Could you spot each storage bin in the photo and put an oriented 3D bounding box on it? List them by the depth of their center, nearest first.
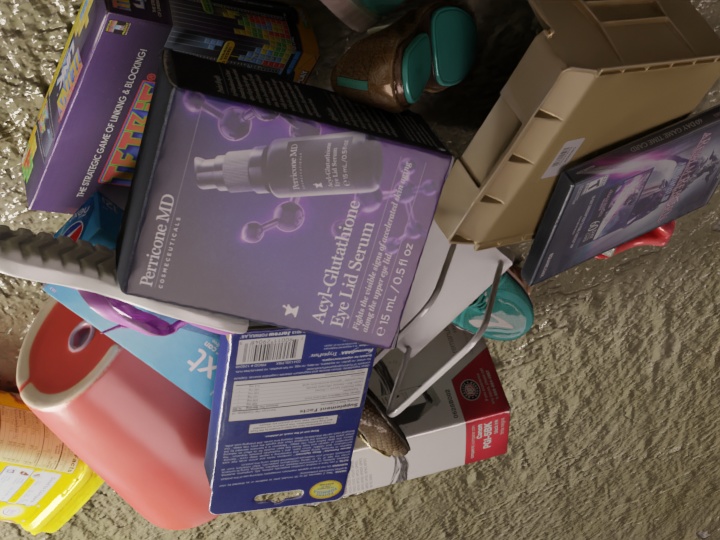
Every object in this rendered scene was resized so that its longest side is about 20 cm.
[{"bbox_3d":[0.161,-0.123,1.068,0.197,0.094,0.201,-12,148,-38],"label":"storage bin"}]

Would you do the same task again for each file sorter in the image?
[{"bbox_3d":[0.000,0.000,1.101,0.199,0.125,0.139,38,124,-11],"label":"file sorter"}]

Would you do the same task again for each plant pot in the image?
[{"bbox_3d":[-0.185,0.096,1.179,0.199,0.202,0.177,-32,132,19],"label":"plant pot"}]

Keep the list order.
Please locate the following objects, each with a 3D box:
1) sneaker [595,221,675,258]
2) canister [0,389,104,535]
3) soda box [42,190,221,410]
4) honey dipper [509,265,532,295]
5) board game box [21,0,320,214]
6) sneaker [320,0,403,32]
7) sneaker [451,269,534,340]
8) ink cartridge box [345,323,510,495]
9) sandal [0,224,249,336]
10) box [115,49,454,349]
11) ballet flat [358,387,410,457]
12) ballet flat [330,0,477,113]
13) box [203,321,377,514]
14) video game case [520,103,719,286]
[{"bbox_3d":[0.196,-0.050,1.228,0.197,0.087,0.074,-7,142,-15],"label":"sneaker"},{"bbox_3d":[-0.354,0.172,1.281,0.198,0.087,0.148,18,131,-38],"label":"canister"},{"bbox_3d":[-0.148,0.032,1.052,0.068,0.064,0.200,-43,120,12],"label":"soda box"},{"bbox_3d":[0.075,-0.003,1.286,0.198,0.038,0.038,13,135,-30],"label":"honey dipper"},{"bbox_3d":[-0.145,-0.119,1.015,0.163,0.057,0.201,5,138,-30],"label":"board game box"},{"bbox_3d":[-0.023,-0.236,0.910,0.079,0.072,0.199,-33,150,19],"label":"sneaker"},{"bbox_3d":[0.089,0.013,1.231,0.199,0.080,0.078,35,101,-34],"label":"sneaker"},{"bbox_3d":[0.031,0.122,1.330,0.197,0.148,0.083,-14,144,-7],"label":"ink cartridge box"},{"bbox_3d":[-0.177,0.017,0.954,0.200,0.083,0.050,18,104,-8],"label":"sandal"},{"bbox_3d":[-0.056,-0.048,0.936,0.197,0.104,0.150,11,109,-16],"label":"box"},{"bbox_3d":[-0.020,0.111,1.187,0.046,0.067,0.200,-43,132,1],"label":"ballet flat"},{"bbox_3d":[0.028,-0.155,0.990,0.071,0.200,0.069,2,111,19],"label":"ballet flat"},{"bbox_3d":[-0.056,0.108,1.061,0.120,0.033,0.202,-4,130,-19],"label":"box"},{"bbox_3d":[0.230,-0.067,1.120,0.198,0.019,0.143,-23,153,-22],"label":"video game case"}]
